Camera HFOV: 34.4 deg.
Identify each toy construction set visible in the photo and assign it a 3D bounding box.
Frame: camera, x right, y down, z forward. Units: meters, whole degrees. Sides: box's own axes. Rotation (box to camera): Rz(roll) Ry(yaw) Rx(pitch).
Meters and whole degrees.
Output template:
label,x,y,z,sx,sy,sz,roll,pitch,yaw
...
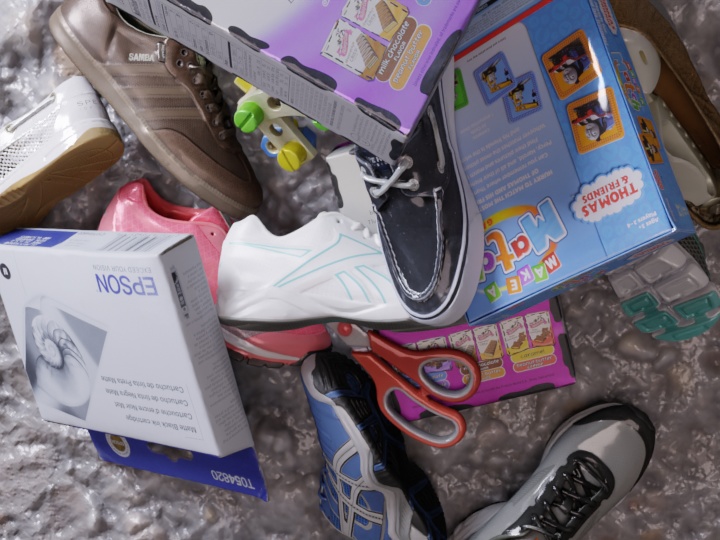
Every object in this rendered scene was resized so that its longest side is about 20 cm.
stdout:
label,x,y,z,sx,sy,sz,roll,pitch,yaw
toy construction set,-0.064,-0.161,0.757,0.130,0.093,0.200,-14,134,35

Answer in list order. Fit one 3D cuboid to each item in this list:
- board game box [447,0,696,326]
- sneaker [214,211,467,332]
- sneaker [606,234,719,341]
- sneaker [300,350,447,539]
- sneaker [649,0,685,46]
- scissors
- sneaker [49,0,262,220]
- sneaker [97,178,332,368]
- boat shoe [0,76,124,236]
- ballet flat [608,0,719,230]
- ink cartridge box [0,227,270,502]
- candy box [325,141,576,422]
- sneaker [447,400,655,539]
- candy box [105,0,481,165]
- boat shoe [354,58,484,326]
label,x,y,z,sx,sy,sz,roll,pitch,yaw
board game box,0.101,-0.087,0.718,0.150,0.036,0.203,-27,73,36
sneaker,0.000,0.000,0.777,0.196,0.070,0.082,2,79,-1
sneaker,0.177,-0.047,0.800,0.077,0.092,0.201,-27,109,31
sneaker,-0.003,0.149,0.857,0.076,0.076,0.202,-18,115,16
sneaker,0.136,-0.173,0.791,0.115,0.074,0.201,-34,104,27
scissors,-0.005,0.054,0.820,0.198,0.014,0.074,29,108,0
sneaker,-0.128,-0.126,0.816,0.075,0.071,0.200,-42,98,12
sneaker,-0.103,0.001,0.843,0.198,0.074,0.088,26,103,-2
boat shoe,-0.259,-0.072,0.847,0.198,0.071,0.070,-29,74,18
ballet flat,0.184,-0.102,0.737,0.067,0.073,0.201,-26,115,33
ink cartridge box,-0.166,0.070,0.817,0.197,0.040,0.203,3,116,40
candy box,0.067,-0.007,0.833,0.134,0.061,0.203,-13,103,10
sneaker,0.144,0.181,0.864,0.074,0.079,0.200,42,102,-4
candy box,-0.025,-0.186,0.654,0.198,0.072,0.170,29,81,0
boat shoe,0.027,-0.067,0.709,0.071,0.067,0.204,-6,85,36
